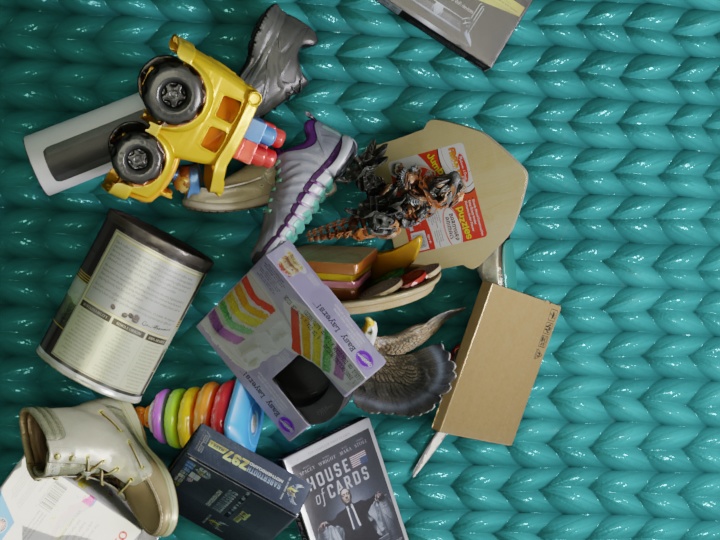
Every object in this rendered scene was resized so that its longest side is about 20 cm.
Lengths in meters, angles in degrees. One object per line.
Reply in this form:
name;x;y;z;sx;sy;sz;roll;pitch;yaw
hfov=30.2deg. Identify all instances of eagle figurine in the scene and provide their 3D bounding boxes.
eagle figurine;0.027;0.107;1.696;0.199;0.151;0.152;8;83;2

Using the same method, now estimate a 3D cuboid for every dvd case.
dvd case;-0.019;0.310;1.732;0.150;0.025;0.201;-22;97;-37

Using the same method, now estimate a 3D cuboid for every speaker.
speaker;-0.316;-0.167;1.684;0.199;0.081;0.081;-22;95;-4

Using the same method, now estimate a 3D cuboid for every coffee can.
coffee can;-0.293;0.044;1.666;0.146;0.146;0.200;28;91;-6

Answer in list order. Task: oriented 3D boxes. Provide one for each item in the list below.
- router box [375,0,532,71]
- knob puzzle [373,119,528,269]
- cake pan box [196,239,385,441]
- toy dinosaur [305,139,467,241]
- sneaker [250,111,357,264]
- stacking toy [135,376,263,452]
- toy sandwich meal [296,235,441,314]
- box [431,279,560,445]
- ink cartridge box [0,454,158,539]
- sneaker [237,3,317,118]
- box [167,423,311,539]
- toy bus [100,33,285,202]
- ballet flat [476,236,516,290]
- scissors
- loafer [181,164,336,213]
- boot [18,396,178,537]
router box;0.123;-0.377;1.720;0.200;0.052;0.157;33;90;-6
knob puzzle;0.124;-0.100;1.722;0.219;0.030;0.220;5;102;22
cake pan box;-0.085;0.091;1.624;0.200;0.184;0.052;52;44;3
toy dinosaur;0.033;-0.076;1.670;0.200;0.136;0.102;-40;62;-3
sneaker;-0.091;-0.099;1.659;0.087;0.074;0.200;36;79;4
stacking toy;-0.231;0.191;1.715;0.199;0.110;0.116;1;136;12
toy sandwich meal;0.000;0.000;1.671;0.204;0.205;0.070;-10;102;-4
box;0.177;0.122;1.725;0.163;0.021;0.201;17;93;-47
ink cartridge box;-0.367;0.322;1.690;0.200;0.125;0.129;37;90;-6
sneaker;-0.119;-0.234;1.703;0.091;0.076;0.200;24;94;-13
box;-0.165;0.278;1.673;0.157;0.200;0.051;30;58;-7
toy bus;-0.194;-0.155;1.601;0.192;0.136;0.200;26;97;-19
ballet flat;0.169;-0.044;1.753;0.062;0.067;0.201;-2;91;23
scissors;0.131;0.191;1.779;0.073;0.014;0.201;18;91;-8
loafer;-0.132;-0.114;1.710;0.199;0.076;0.069;-9;93;-14
boot;-0.317;0.242;1.613;0.072;0.154;0.200;-47;62;31
